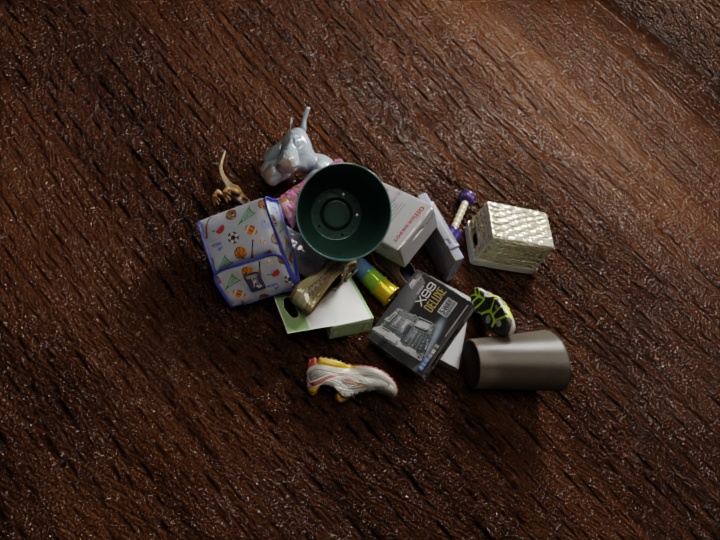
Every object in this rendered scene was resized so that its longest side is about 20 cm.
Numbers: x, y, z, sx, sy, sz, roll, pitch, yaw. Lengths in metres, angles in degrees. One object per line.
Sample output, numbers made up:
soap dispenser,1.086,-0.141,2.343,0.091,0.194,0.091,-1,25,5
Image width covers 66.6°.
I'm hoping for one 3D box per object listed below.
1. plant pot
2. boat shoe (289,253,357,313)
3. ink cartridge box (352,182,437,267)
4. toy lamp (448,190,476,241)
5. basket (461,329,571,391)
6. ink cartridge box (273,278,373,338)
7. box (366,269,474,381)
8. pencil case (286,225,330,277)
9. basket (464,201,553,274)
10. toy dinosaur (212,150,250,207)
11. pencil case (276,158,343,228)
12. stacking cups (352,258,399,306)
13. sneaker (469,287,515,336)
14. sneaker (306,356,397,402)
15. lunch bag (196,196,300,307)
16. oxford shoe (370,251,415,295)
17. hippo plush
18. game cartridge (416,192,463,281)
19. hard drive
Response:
plant pot,-0.044,-0.125,1.200,0.199,0.161,0.202,-1,94,-8
boat shoe,-0.069,0.029,1.203,0.063,0.074,0.200,39,51,17
ink cartridge box,0.064,-0.119,1.326,0.199,0.084,0.145,30,72,31
toy lamp,0.265,-0.136,1.491,0.058,0.058,0.201,30,56,0
basket,0.346,0.211,1.260,0.198,0.180,0.137,-1,103,-12
ink cartridge box,-0.088,0.085,1.217,0.199,0.048,0.146,-9,46,-22
box,0.135,0.119,1.226,0.157,0.050,0.200,34,78,25
pencil case,-0.162,-0.057,1.274,0.199,0.091,0.083,32,18,-1
basket,0.398,-0.088,1.467,0.198,0.124,0.136,8,57,-14
toy dinosaur,-0.314,-0.195,1.335,0.200,0.060,0.106,48,33,6
pencil case,-0.108,-0.184,1.307,0.199,0.083,0.087,-33,117,-9
stacking cups,0.000,0.000,1.318,0.200,0.061,0.060,41,56,11
sneaker,0.330,0.096,1.314,0.076,0.076,0.200,14,19,-15
sneaker,-0.020,0.245,1.159,0.198,0.078,0.083,10,61,-2
lunch bag,-0.232,-0.036,1.173,0.169,0.124,0.201,-17,91,9
oxford shoe,0.090,-0.019,1.348,0.071,0.073,0.200,-28,72,-31
hippo plush,-0.149,-0.266,1.398,0.160,0.159,0.201,35,58,-30
game cartridge,0.193,-0.085,1.389,0.038,0.130,0.201,-20,69,-18
hard drive,0.193,0.124,1.315,0.131,0.027,0.201,28,55,-14
